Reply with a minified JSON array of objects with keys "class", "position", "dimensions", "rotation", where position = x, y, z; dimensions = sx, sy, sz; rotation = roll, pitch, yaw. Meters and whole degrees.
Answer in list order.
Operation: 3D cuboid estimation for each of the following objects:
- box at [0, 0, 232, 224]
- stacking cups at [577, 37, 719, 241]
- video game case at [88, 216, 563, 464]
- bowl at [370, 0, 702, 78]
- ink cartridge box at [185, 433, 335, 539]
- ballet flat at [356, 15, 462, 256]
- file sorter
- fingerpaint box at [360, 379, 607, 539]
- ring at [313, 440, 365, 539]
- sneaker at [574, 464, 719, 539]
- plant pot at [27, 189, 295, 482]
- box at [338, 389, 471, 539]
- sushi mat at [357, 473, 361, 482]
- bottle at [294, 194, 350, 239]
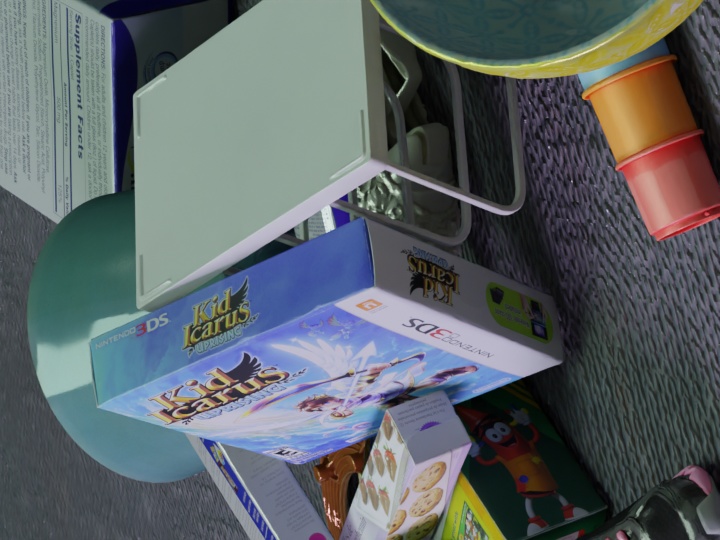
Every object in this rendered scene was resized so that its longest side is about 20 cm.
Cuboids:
[{"class":"box","position":[-0.186,-0.134,2.010],"dimensions":[0.200,0.104,0.185],"rotation":[32,129,46]},{"class":"stacking cups","position":[0.127,-0.115,1.373],"dimensions":[0.201,0.060,0.060],"rotation":[67,159,2]},{"class":"video game case","position":[-0.018,0.045,1.563],"dimensions":[0.199,0.181,0.046],"rotation":[-24,62,31]},{"class":"bowl","position":[0.101,-0.173,1.273],"dimensions":[0.108,0.200,0.201],"rotation":[22,-145,-57]},{"class":"ink cartridge box","position":[-0.055,0.145,1.707],"dimensions":[0.201,0.037,0.095],"rotation":[59,167,13]},{"class":"ballet flat","position":[0.017,-0.089,1.657],"dimensions":[0.201,0.071,0.072],"rotation":[68,159,13]},{"class":"file sorter","position":[-0.018,-0.063,1.545],"dimensions":[0.200,0.124,0.140],"rotation":[-31,52,41]},{"class":"fingerpaint box","position":[0.069,0.154,1.700],"dimensions":[0.167,0.073,0.201],"rotation":[56,154,36]},{"class":"ring","position":[0.011,0.203,1.929],"dimensions":[0.200,0.019,0.202],"rotation":[162,90,-72]},{"class":"sneaker","position":[0.137,0.165,1.502],"dimensions":[0.079,0.095,0.200],"rotation":[69,158,14]},{"class":"plant pot","position":[-0.094,0.029,1.859],"dimensions":[0.160,0.200,0.202],"rotation":[-16,91,45]},{"class":"box","position":[0.022,0.138,1.645],"dimensions":[0.039,0.041,0.200],"rotation":[62,156,25]},{"class":"sushi mat","position":[0.015,0.140,1.916],"dimensions":[0.096,0.012,0.201],"rotation":[20,124,64]},{"class":"bottle","position":[0.000,0.000,1.765],"dimensions":[0.083,0.065,0.201],"rotation":[14,119,67]}]
